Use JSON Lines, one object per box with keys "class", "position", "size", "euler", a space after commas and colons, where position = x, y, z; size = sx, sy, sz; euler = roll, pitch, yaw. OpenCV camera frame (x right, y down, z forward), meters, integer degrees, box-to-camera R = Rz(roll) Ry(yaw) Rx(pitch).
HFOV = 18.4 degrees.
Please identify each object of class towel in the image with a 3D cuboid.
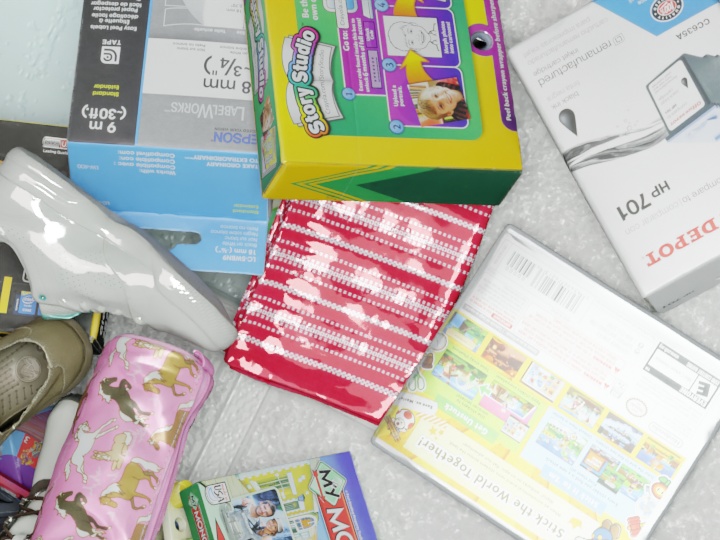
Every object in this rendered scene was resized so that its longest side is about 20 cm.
{"class": "towel", "position": [0.000, 0.000, 1.572], "size": [0.144, 0.022, 0.201], "euler": [22, 95, 5]}

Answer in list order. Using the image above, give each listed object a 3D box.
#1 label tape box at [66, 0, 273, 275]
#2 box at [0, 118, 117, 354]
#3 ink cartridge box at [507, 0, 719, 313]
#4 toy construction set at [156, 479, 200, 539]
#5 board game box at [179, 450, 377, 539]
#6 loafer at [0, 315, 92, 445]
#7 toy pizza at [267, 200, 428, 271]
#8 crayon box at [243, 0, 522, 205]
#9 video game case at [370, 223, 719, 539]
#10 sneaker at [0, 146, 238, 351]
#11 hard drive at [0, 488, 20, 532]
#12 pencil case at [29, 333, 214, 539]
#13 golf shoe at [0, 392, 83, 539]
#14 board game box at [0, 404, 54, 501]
{"class": "label tape box", "position": [-0.129, -0.105, 1.569], "size": [0.143, 0.063, 0.201], "euler": [3, 70, 1]}
{"class": "box", "position": [-0.273, -0.030, 1.609], "size": [0.199, 0.049, 0.160], "euler": [7, 77, 4]}
{"class": "ink cartridge box", "position": [0.213, -0.094, 1.527], "size": [0.146, 0.086, 0.201], "euler": [-30, 75, 7]}
{"class": "toy construction set", "position": [-0.121, 0.256, 1.525], "size": [0.092, 0.131, 0.201], "euler": [-7, 54, 45]}
{"class": "board game box", "position": [-0.036, 0.231, 1.519], "size": [0.029, 0.134, 0.201], "euler": [-32, 71, 49]}
{"class": "loafer", "position": [-0.275, 0.100, 1.535], "size": [0.200, 0.067, 0.076], "euler": [-43, 80, 4]}
{"class": "toy pizza", "position": [-0.025, -0.081, 1.608], "size": [0.199, 0.032, 0.201], "euler": [-2, 81, 13]}
{"class": "crayon box", "position": [0.011, -0.147, 1.536], "size": [0.172, 0.058, 0.201], "euler": [1, 65, -16]}
{"class": "video game case", "position": [0.137, 0.096, 1.539], "size": [0.200, 0.023, 0.182], "euler": [33, 90, 9]}
{"class": "sneaker", "position": [-0.179, 0.007, 1.522], "size": [0.200, 0.075, 0.089], "euler": [36, 91, -1]}
{"class": "hard drive", "position": [-0.342, 0.193, 1.611], "size": [0.199, 0.042, 0.135], "euler": [20, 86, 32]}
{"class": "pencil case", "position": [-0.162, 0.140, 1.491], "size": [0.086, 0.083, 0.201], "euler": [23, 65, -15]}
{"class": "golf shoe", "position": [-0.212, 0.183, 1.533], "size": [0.077, 0.094, 0.201], "euler": [-3, 82, 36]}
{"class": "board game box", "position": [-0.244, 0.183, 1.615], "size": [0.199, 0.039, 0.159], "euler": [-18, 78, 10]}
